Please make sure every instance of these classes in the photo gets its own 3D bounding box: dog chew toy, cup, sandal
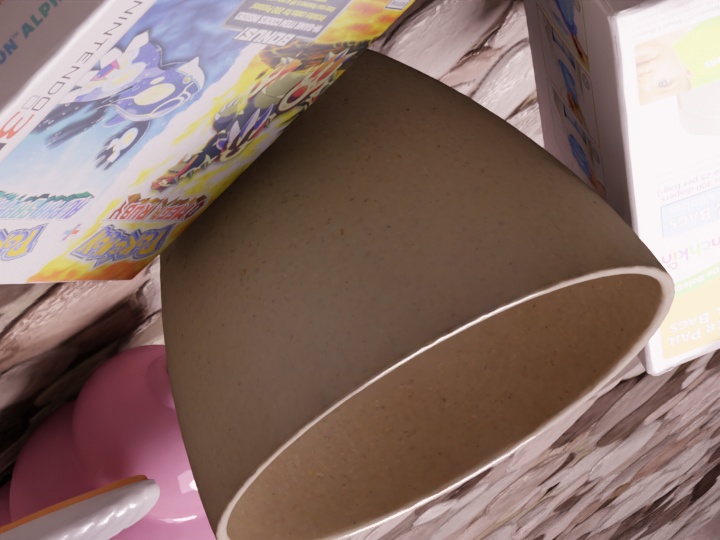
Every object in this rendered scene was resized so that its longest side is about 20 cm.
[{"bbox_3d":[-0.107,0.112,1.224,0.124,0.125,0.200,-25,152,-42],"label":"dog chew toy"},{"bbox_3d":[0.000,0.000,1.065,0.200,0.143,0.200,-27,161,-11],"label":"cup"},{"bbox_3d":[-0.186,0.114,1.136,0.206,0.059,0.079,-23,169,-5],"label":"sandal"}]

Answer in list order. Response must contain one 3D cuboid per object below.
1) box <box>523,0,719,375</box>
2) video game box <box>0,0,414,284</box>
[{"bbox_3d":[0.137,-0.073,1.096,0.112,0.101,0.200,-20,135,-9],"label":"box"},{"bbox_3d":[-0.075,-0.068,0.907,0.182,0.047,0.200,-42,165,19],"label":"video game box"}]
